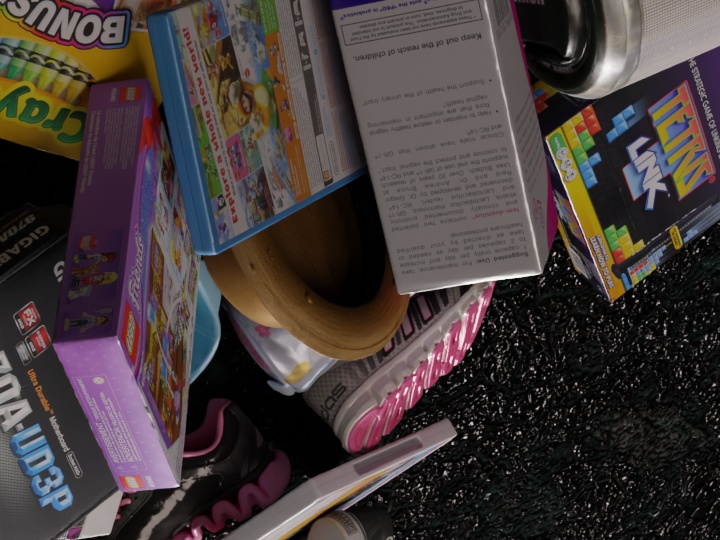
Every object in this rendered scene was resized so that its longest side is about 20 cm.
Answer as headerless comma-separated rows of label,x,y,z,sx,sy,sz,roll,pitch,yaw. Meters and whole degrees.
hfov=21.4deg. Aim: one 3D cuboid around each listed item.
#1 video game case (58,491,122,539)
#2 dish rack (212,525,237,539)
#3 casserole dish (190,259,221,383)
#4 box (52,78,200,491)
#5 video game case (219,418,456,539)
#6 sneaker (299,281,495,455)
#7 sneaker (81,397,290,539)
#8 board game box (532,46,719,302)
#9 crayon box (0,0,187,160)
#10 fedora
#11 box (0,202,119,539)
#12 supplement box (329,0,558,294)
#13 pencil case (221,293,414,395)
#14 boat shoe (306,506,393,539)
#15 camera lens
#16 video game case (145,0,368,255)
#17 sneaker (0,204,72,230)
video game case,-0.217,0.093,1.180,0.199,0.036,0.182,-1,117,-46
dish rack,-0.093,0.270,1.510,0.200,0.055,0.154,30,101,-44
casserole dish,-0.178,0.061,1.265,0.200,0.039,0.121,-42,136,-18
box,-0.131,0.007,1.104,0.039,0.201,0.137,-6,138,8
video game case,-0.028,0.169,1.407,0.143,0.018,0.200,-37,169,31
sneaker,0.024,0.047,1.410,0.200,0.087,0.074,-44,158,-33
sneaker,-0.152,0.164,1.383,0.199,0.079,0.096,-34,116,-11
board game box,0.216,-0.095,1.451,0.165,0.057,0.200,-36,136,-6
crayon box,-0.186,-0.162,1.102,0.199,0.058,0.173,15,112,-43
fedora,-0.050,-0.029,1.250,0.082,0.202,0.200,-25,149,36
box,-0.214,0.083,1.108,0.159,0.046,0.201,-38,138,-23
supplement box,0.058,-0.099,1.222,0.103,0.101,0.201,-10,107,15
pencil case,0.000,0.000,1.342,0.200,0.091,0.083,-36,176,-5
boat shoe,-0.020,0.268,1.474,0.056,0.069,0.201,-13,131,-41
camera lens,0.191,-0.216,1.263,0.199,0.160,0.161,-24,133,-19
video game case,-0.053,-0.108,1.167,0.200,0.018,0.144,-32,116,-54
sneaker,-0.244,0.028,1.193,0.199,0.080,0.077,-28,133,-18
